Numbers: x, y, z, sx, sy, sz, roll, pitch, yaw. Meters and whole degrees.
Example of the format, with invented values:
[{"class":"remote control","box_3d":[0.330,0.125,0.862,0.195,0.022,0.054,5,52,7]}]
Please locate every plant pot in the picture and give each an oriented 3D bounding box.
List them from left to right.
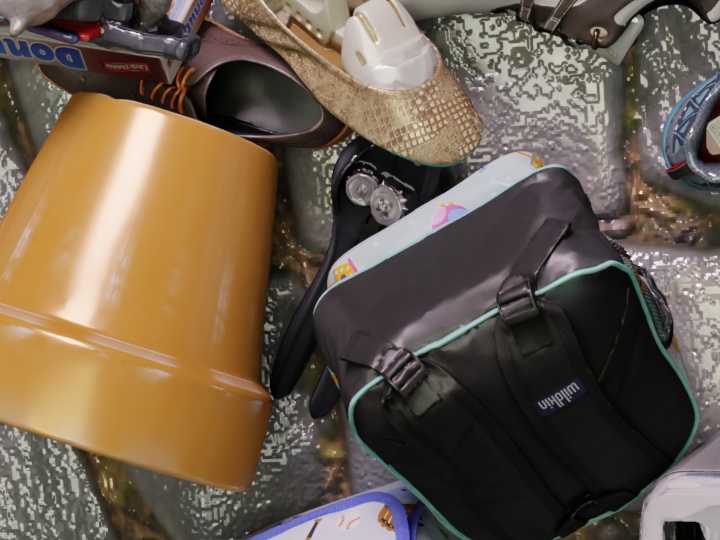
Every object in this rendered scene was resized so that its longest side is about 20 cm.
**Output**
[{"class":"plant pot","box_3d":[-0.130,0.007,1.052,0.198,0.200,0.185,17,85,9]}]

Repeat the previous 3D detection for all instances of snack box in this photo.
[{"class":"snack box","box_3d":[-0.188,-0.154,1.080,0.198,0.024,0.072,11,55,18]}]

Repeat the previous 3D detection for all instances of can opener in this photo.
[{"class":"can opener","box_3d":[0.000,0.000,1.078,0.063,0.079,0.202,24,113,13]}]

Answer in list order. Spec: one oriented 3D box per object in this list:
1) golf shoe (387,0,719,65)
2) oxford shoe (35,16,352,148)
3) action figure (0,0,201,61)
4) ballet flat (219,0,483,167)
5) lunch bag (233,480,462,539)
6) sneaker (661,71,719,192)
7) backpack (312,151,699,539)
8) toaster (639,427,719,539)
[{"class":"golf shoe","box_3d":[0.109,-0.153,1.029,0.198,0.078,0.095,-13,95,14]},{"class":"oxford shoe","box_3d":[-0.101,-0.114,1.078,0.198,0.073,0.072,10,100,10]},{"class":"action figure","box_3d":[-0.171,-0.194,1.019,0.198,0.194,0.105,12,129,3]},{"class":"ballet flat","box_3d":[-0.011,-0.132,1.027,0.200,0.070,0.066,38,148,25]},{"class":"lunch bag","box_3d":[-0.023,0.196,1.041,0.169,0.200,0.125,-23,93,14]},{"class":"sneaker","box_3d":[0.249,-0.106,0.996,0.200,0.096,0.079,-42,89,14]},{"class":"backpack","box_3d":[0.084,0.050,1.015,0.175,0.154,0.200,-32,128,8]},{"class":"toaster","box_3d":[0.218,0.166,1.012,0.113,0.129,0.202,1,99,31]}]
